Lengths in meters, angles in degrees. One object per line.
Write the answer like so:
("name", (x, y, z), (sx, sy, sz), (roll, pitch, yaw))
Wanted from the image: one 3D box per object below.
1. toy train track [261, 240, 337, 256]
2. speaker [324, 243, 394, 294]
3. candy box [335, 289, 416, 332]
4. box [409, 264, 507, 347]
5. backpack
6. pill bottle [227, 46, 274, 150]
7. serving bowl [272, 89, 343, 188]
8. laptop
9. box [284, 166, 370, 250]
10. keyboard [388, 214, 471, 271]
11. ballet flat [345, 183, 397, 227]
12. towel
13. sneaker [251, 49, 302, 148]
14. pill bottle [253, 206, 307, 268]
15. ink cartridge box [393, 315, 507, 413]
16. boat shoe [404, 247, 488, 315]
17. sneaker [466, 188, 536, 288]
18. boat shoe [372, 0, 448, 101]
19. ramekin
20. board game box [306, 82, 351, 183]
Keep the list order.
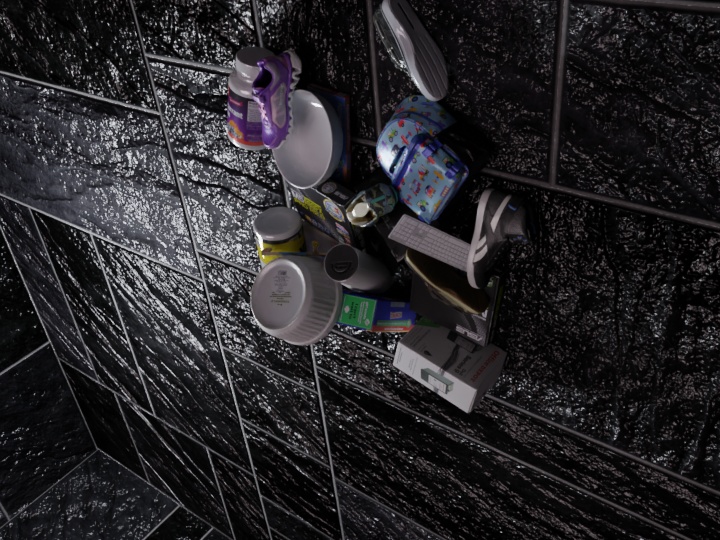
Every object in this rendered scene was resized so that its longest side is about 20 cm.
("toy train track", (-0.120, -0.049, 1.623), (0.200, 0.115, 0.033), (0, 88, 0))
("speaker", (0.000, 0.000, 1.572), (0.081, 0.200, 0.081), (-5, 79, 24))
("candy box", (0.002, 0.089, 1.656), (0.200, 0.169, 0.077), (8, 90, 37))
("box", (0.201, 0.042, 1.536), (0.200, 0.048, 0.193), (26, 132, 27))
("backpack", (0.114, -0.213, 1.347), (0.200, 0.135, 0.183), (45, 142, 7))
("pill bottle", (-0.228, -0.369, 1.562), (0.111, 0.111, 0.200), (33, 138, 20))
("serving bowl", (-0.100, -0.271, 1.505), (0.200, 0.066, 0.200), (12, 107, 45))
("laptop", (0.074, -0.112, 1.528), (0.200, 0.116, 0.187), (-36, 78, 24))
("box", (-0.075, -0.141, 1.598), (0.200, 0.044, 0.160), (33, 157, 32))
("keyboard", (0.147, -0.050, 1.394), (0.200, 0.011, 0.056), (22, 122, -28))
("ballet flat", (0.007, -0.121, 1.408), (0.074, 0.074, 0.200), (51, 161, -1))
("towel", (-0.070, -0.039, 1.739), (0.200, 0.034, 0.133), (26, 136, 26))
("sneaker", (-0.182, -0.343, 1.466), (0.080, 0.088, 0.200), (33, 122, 38))
("pill bottle", (-0.183, -0.041, 1.727), (0.114, 0.114, 0.200), (24, 140, 28))
("ink cartridge box", (0.196, 0.192, 1.584), (0.200, 0.146, 0.084), (30, 136, 21))
("boat shoe", (0.161, 0.027, 1.452), (0.200, 0.073, 0.065), (39, 143, -7))
("sneaker", (0.267, -0.045, 1.358), (0.112, 0.073, 0.200), (19, 118, 30))
("boat shoe", (0.090, -0.387, 1.291), (0.071, 0.072, 0.200), (-23, 93, 59))
("ramekin", (-0.149, 0.060, 1.598), (0.200, 0.105, 0.200), (-9, 74, 34))
("board game box", (-0.065, -0.289, 1.544), (0.103, 0.019, 0.200), (26, 136, 29))
